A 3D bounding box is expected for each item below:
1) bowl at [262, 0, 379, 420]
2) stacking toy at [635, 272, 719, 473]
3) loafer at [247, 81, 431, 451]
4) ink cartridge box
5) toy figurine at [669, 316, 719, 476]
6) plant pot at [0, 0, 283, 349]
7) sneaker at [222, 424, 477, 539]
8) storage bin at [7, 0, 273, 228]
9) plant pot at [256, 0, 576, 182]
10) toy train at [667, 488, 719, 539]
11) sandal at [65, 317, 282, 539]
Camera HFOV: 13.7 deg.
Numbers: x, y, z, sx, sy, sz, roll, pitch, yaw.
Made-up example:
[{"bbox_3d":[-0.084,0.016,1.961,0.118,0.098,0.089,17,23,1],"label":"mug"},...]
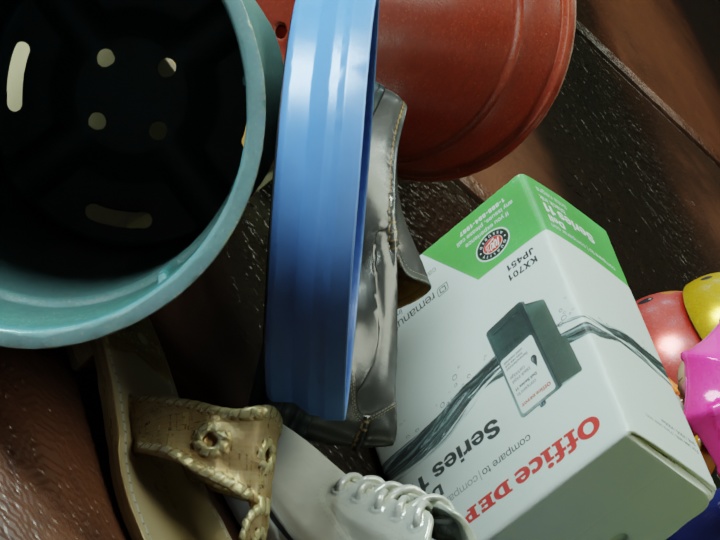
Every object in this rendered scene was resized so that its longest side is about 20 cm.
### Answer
[{"bbox_3d":[-0.018,-0.033,1.368,0.201,0.039,0.201,4,90,-89],"label":"bowl"},{"bbox_3d":[0.224,0.049,1.885,0.146,0.200,0.146,46,19,-20],"label":"stacking toy"},{"bbox_3d":[0.000,0.000,1.507,0.072,0.073,0.201,18,66,-9],"label":"loafer"},{"bbox_3d":[0.084,0.072,1.586,0.083,0.147,0.200,34,24,-40],"label":"ink cartridge box"},{"bbox_3d":[0.177,0.096,1.711,0.150,0.184,0.200,47,18,-17],"label":"toy figurine"},{"bbox_3d":[-0.122,-0.076,1.319,0.200,0.200,0.196,53,10,1],"label":"plant pot"},{"bbox_3d":[0.015,0.127,1.389,0.200,0.071,0.073,44,26,17],"label":"sneaker"},{"bbox_3d":[-0.120,-0.118,1.530,0.200,0.094,0.199,54,18,5],"label":"storage bin"},{"bbox_3d":[-0.008,-0.152,1.742,0.195,0.201,0.201,-3,56,-58],"label":"plant pot"},{"bbox_3d":[0.224,0.226,1.766,0.116,0.084,0.200,59,14,-25],"label":"toy train"},{"bbox_3d":[-0.070,0.071,1.334,0.078,0.070,0.212,27,31,-53],"label":"sandal"}]
